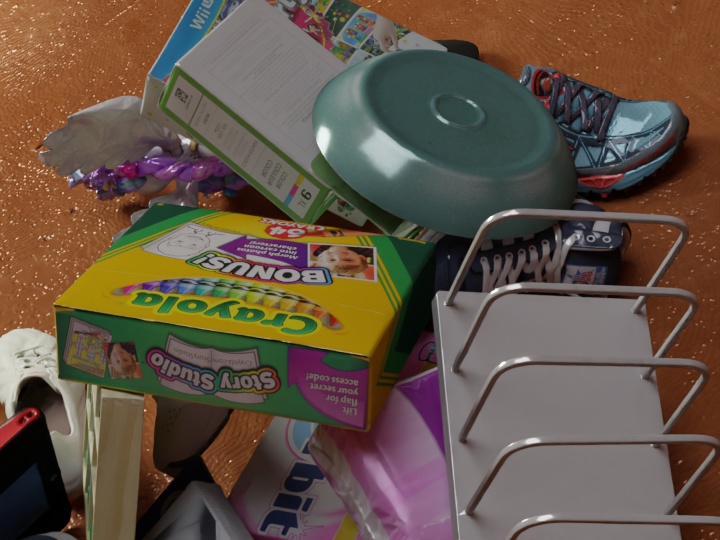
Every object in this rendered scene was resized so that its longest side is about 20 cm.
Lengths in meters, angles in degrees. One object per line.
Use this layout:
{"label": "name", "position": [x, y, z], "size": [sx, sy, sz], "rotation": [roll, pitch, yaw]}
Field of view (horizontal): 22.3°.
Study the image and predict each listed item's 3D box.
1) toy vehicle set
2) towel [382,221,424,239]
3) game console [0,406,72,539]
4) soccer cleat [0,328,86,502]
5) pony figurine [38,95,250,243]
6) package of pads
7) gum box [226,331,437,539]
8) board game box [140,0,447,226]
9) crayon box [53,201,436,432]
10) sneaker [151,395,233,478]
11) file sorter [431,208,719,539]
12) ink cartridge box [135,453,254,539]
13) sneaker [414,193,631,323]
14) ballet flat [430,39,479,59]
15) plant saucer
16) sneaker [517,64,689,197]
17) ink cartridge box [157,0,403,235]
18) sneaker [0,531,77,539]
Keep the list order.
{"label": "toy vehicle set", "position": [-0.164, 0.107, 1.201], "size": [0.026, 0.125, 0.200], "rotation": [3, 15, -11]}
{"label": "towel", "position": [0.000, 0.000, 1.330], "size": [0.200, 0.023, 0.152], "rotation": [-41, 7, -31]}
{"label": "game console", "position": [-0.268, 0.186, 1.215], "size": [0.177, 0.200, 0.031], "rotation": [-38, 71, -20]}
{"label": "soccer cleat", "position": [-0.242, 0.093, 1.382], "size": [0.069, 0.078, 0.200], "rotation": [-29, 40, -6]}
{"label": "pony figurine", "position": [-0.170, -0.087, 1.509], "size": [0.193, 0.167, 0.200], "rotation": [-31, 25, -21]}
{"label": "package of pads", "position": [0.079, 0.113, 1.144], "size": [0.199, 0.076, 0.121], "rotation": [-20, 66, -22]}
{"label": "gum box", "position": [0.000, 0.124, 1.241], "size": [0.113, 0.066, 0.200], "rotation": [4, 47, 31]}
{"label": "board game box", "position": [-0.052, -0.148, 1.437], "size": [0.199, 0.064, 0.148], "rotation": [26, 62, 0]}
{"label": "crayon box", "position": [-0.068, 0.024, 1.148], "size": [0.199, 0.059, 0.173], "rotation": [8, 24, 13]}
{"label": "sneaker", "position": [-0.131, 0.057, 1.299], "size": [0.074, 0.087, 0.201], "rotation": [-43, 31, 40]}
{"label": "file sorter", "position": [0.129, 0.080, 1.057], "size": [0.138, 0.125, 0.201], "rotation": [2, 61, -11]}
{"label": "ink cartridge box", "position": [-0.140, 0.235, 1.154], "size": [0.200, 0.041, 0.200], "rotation": [-50, 40, 6]}
{"label": "sneaker", "position": [0.112, -0.001, 1.283], "size": [0.108, 0.070, 0.200], "rotation": [31, 45, 26]}
{"label": "ballet flat", "position": [0.024, -0.148, 1.523], "size": [0.068, 0.069, 0.200], "rotation": [24, 59, 43]}
{"label": "plant saucer", "position": [0.066, -0.101, 1.295], "size": [0.199, 0.036, 0.201], "rotation": [12, 40, -10]}
{"label": "sneaker", "position": [0.150, -0.112, 1.401], "size": [0.199, 0.096, 0.080], "rotation": [-4, 44, 22]}
{"label": "ink cartridge box", "position": [-0.039, -0.102, 1.342], "size": [0.200, 0.059, 0.104], "rotation": [38, 52, 5]}
{"label": "sneaker", "position": [-0.276, 0.243, 1.148], "size": [0.077, 0.146, 0.203], "rotation": [44, 99, 17]}
